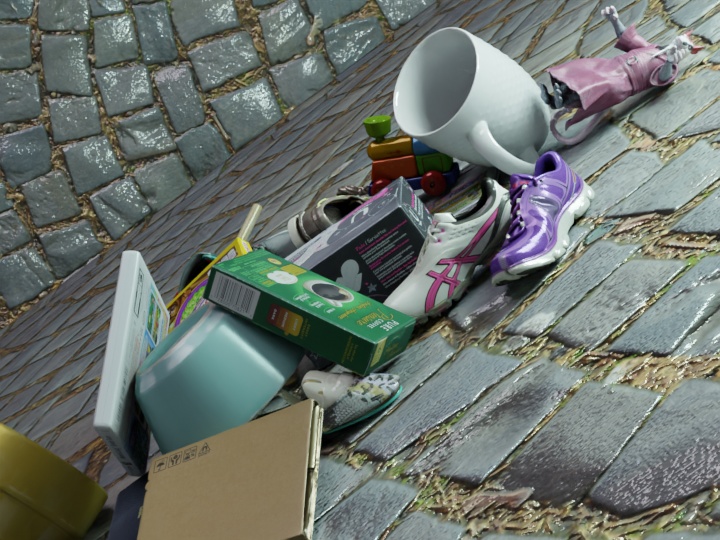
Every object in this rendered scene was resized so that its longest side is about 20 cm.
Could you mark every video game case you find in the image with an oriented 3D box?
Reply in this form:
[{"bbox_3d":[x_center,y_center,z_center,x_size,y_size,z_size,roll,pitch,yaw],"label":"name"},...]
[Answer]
[{"bbox_3d":[0.096,-0.074,1.838,0.200,0.022,0.182,-31,15,20],"label":"video game case"},{"bbox_3d":[-0.249,0.106,1.531,0.182,0.024,0.201,83,-169,-66],"label":"video game case"}]

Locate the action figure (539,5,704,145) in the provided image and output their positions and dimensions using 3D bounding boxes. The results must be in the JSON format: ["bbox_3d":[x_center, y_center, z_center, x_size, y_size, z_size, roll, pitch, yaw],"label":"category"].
[{"bbox_3d":[0.327,-0.232,1.691,0.199,0.149,0.134,-20,44,-3],"label":"action figure"}]

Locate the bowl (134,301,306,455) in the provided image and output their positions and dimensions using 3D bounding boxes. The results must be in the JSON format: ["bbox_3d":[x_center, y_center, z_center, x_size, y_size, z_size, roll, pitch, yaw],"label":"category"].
[{"bbox_3d":[-0.164,0.109,1.487,0.201,0.105,0.201,-42,10,9],"label":"bowl"}]

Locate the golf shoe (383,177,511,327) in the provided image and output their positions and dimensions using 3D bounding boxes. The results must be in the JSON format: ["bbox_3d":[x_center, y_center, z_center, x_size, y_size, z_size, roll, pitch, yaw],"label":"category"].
[{"bbox_3d":[0.093,-0.018,1.532,0.200,0.092,0.073,-40,16,-5],"label":"golf shoe"}]

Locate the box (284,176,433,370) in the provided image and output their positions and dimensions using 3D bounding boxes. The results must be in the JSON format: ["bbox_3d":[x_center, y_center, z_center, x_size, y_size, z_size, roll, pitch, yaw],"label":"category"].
[{"bbox_3d":[0.000,0.000,1.649,0.200,0.115,0.132,-34,15,13],"label":"box"}]

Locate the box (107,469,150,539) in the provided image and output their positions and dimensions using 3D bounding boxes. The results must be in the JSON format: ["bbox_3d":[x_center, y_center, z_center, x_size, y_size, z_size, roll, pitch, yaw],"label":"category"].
[{"bbox_3d":[-0.191,0.246,1.468,0.158,0.051,0.200,-37,14,6],"label":"box"}]

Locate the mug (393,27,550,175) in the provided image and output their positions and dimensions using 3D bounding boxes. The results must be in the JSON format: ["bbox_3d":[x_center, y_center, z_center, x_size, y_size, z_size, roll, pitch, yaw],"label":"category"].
[{"bbox_3d":[0.161,-0.190,1.756,0.148,0.175,0.200,-47,43,24],"label":"mug"}]

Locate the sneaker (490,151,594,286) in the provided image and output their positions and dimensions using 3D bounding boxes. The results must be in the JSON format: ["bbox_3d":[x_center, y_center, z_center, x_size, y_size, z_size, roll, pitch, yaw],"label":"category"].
[{"bbox_3d":[0.176,-0.056,1.468,0.080,0.084,0.200,-26,19,39],"label":"sneaker"}]

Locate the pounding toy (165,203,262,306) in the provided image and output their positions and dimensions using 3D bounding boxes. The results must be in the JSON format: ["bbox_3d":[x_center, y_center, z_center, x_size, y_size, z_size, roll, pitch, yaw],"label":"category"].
[{"bbox_3d":[-0.187,0.041,1.910,0.200,0.142,0.184,-34,15,14],"label":"pounding toy"}]

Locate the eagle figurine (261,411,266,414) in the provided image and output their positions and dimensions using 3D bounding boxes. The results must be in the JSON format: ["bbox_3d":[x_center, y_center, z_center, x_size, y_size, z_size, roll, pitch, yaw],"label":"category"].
[{"bbox_3d":[-0.181,0.123,1.686,0.151,0.152,0.200,-22,0,-31],"label":"eagle figurine"}]

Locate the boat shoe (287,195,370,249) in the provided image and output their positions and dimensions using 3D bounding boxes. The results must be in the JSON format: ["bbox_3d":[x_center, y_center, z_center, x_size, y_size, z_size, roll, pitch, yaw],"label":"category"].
[{"bbox_3d":[-0.012,-0.064,1.785,0.059,0.072,0.200,-32,-12,33],"label":"boat shoe"}]

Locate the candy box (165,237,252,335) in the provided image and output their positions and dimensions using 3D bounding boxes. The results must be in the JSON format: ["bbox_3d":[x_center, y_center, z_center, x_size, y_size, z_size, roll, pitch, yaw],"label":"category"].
[{"bbox_3d":[-0.191,0.062,1.636,0.200,0.026,0.102,-43,48,14],"label":"candy box"}]

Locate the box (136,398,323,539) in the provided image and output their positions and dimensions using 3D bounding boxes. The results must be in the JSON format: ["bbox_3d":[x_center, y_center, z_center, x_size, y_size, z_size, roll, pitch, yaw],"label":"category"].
[{"bbox_3d":[-0.128,0.218,1.326,0.199,0.021,0.164,-22,39,22],"label":"box"}]

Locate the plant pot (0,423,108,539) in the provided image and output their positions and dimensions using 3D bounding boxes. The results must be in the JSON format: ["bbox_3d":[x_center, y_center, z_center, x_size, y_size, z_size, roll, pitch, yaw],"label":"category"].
[{"bbox_3d":[-0.431,0.296,1.641,0.201,0.201,0.189,-9,47,61],"label":"plant pot"}]

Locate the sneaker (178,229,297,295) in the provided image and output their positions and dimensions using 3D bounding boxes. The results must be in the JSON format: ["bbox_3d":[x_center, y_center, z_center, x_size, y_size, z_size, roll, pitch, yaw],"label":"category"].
[{"bbox_3d":[-0.151,0.002,1.745,0.200,0.084,0.121,-37,-16,-3],"label":"sneaker"}]

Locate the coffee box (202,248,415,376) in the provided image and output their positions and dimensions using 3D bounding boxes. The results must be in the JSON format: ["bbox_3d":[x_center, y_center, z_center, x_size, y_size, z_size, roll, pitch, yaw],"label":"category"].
[{"bbox_3d":[-0.053,0.042,1.466,0.123,0.199,0.044,-25,-43,-67],"label":"coffee box"}]

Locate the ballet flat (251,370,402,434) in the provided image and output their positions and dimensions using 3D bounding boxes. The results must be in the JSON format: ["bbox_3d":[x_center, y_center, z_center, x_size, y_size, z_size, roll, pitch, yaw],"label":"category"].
[{"bbox_3d":[-0.053,0.143,1.428,0.200,0.072,0.072,-31,16,24],"label":"ballet flat"}]

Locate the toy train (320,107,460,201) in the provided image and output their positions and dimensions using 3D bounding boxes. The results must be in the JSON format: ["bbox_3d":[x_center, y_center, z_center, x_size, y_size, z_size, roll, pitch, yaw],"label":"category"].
[{"bbox_3d":[0.026,-0.157,1.876,0.199,0.116,0.085,-7,21,16],"label":"toy train"}]
